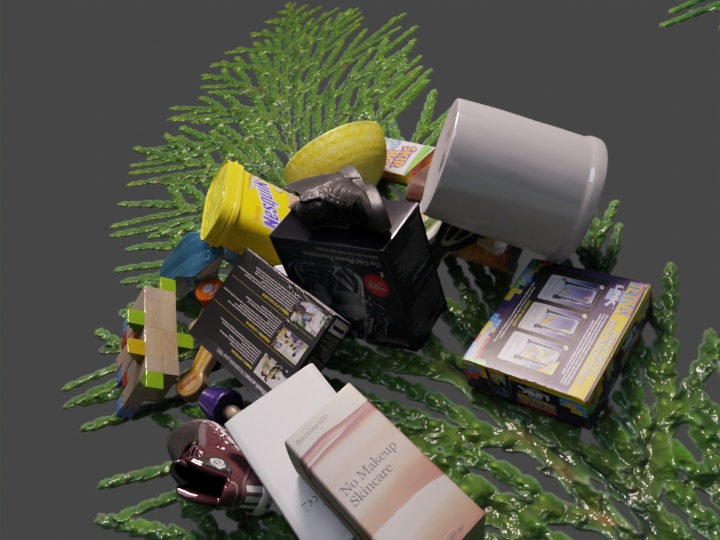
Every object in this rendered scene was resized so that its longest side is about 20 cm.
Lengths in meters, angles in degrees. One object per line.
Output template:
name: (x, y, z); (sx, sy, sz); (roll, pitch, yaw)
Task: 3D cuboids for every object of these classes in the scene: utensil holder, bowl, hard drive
utensil holder: (0.196, -0.119, 0.921); (0.197, 0.172, 0.171); (16, 41, -3)
bowl: (-0.027, -0.166, 1.249); (0.198, 0.200, 0.109); (-26, 78, -5)
hard drive: (-0.052, 0.219, 0.809); (0.131, 0.026, 0.200); (-32, 59, -19)

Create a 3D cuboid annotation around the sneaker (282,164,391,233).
sneaker: (-0.035, -0.083, 0.908); (0.103, 0.061, 0.200); (-24, 31, -5)

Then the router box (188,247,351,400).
router box: (-0.128, 0.080, 0.951); (0.199, 0.051, 0.150); (34, 87, 35)

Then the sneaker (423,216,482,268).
sneaker: (0.116, -0.066, 1.055); (0.199, 0.077, 0.089); (-38, 38, 12)

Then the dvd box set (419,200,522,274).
dvd box set: (0.177, -0.089, 1.082); (0.198, 0.029, 0.148); (21, 82, 43)

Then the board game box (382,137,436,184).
board game box: (0.060, -0.217, 1.357); (0.198, 0.030, 0.095); (23, 56, 41)

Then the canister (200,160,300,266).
canister: (-0.143, -0.073, 1.109); (0.087, 0.198, 0.150); (-47, 31, 32)

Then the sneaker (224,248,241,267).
sneaker: (-0.144, -0.038, 1.210); (0.130, 0.080, 0.199); (39, 44, 22)

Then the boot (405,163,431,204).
boot: (0.191, -0.165, 1.196); (0.186, 0.065, 0.199); (-42, 38, -23)

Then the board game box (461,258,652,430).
board game box: (0.246, 0.082, 0.865); (0.164, 0.057, 0.200); (16, 51, 37)

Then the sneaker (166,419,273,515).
sneaker: (-0.200, 0.230, 0.846); (0.198, 0.115, 0.077); (15, 83, 39)

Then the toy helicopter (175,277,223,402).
toy helicopter: (-0.214, 0.112, 1.069); (0.130, 0.079, 0.202); (10, 57, 23)

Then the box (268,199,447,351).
box: (0.000, 0.000, 0.986); (0.197, 0.184, 0.104); (9, 46, 35)

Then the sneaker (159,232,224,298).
sneaker: (-0.267, -0.007, 1.156); (0.199, 0.080, 0.078); (-25, 62, 51)

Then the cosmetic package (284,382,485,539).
cosmetic package: (0.024, 0.228, 0.722); (0.103, 0.088, 0.199); (-40, 58, -21)

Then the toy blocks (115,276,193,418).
toy blocks: (-0.327, 0.128, 1.053); (0.137, 0.099, 0.202); (-48, 41, 35)

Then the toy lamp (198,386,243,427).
toy lamp: (-0.142, 0.201, 0.914); (0.198, 0.059, 0.058); (15, 50, 39)

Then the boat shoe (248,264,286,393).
boat shoe: (-0.129, 0.093, 1.033); (0.069, 0.067, 0.203); (2, 63, 1)
